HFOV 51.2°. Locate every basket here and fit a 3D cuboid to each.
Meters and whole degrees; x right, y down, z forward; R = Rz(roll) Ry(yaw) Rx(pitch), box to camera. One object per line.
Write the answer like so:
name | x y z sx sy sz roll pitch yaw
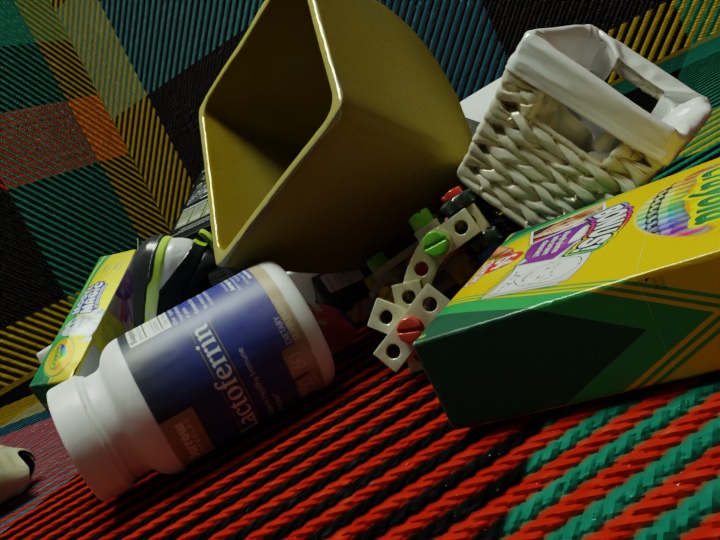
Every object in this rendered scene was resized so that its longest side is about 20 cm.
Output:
basket | 0.180 -0.108 0.602 0.200 0.135 0.124 -31 -25 -56

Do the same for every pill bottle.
pill bottle | -0.130 0.086 0.588 0.199 0.116 0.116 -29 8 -14

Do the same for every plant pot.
plant pot | -0.007 -0.113 0.668 0.199 0.195 0.195 14 -43 -35

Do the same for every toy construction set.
toy construction set | 0.052 0.002 0.588 0.131 0.092 0.200 -35 6 11

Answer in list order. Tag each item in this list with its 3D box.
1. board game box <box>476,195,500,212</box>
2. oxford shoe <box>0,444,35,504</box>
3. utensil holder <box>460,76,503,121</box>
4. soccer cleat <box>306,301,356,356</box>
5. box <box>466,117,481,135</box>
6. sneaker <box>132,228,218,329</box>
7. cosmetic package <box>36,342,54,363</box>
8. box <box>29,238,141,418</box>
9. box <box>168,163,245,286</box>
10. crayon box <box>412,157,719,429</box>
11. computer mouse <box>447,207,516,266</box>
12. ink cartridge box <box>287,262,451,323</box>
board game box | 0.112 -0.094 0.870 0.199 0.033 0.120 6 -12 46
oxford shoe | -0.392 0.223 0.815 0.073 0.071 0.200 -2 -3 -24
utensil holder | 0.228 -0.199 1.083 0.200 0.171 0.170 -21 9 48
soccer cleat | -0.099 0.048 0.727 0.199 0.067 0.077 -6 38 16
box | 0.141 -0.122 0.898 0.199 0.048 0.193 14 -9 -21
sneaker | -0.153 0.063 0.662 0.082 0.201 0.072 3 20 -2
cosmetic package | -0.282 0.095 1.015 0.199 0.123 0.199 -26 7 12
box | -0.226 0.071 0.708 0.048 0.118 0.201 -9 37 14
box | -0.107 -0.086 0.873 0.199 0.086 0.164 -21 37 29
crayon box | 0.146 0.002 0.427 0.172 0.059 0.200 -22 8 31
computer mouse | 0.097 -0.055 0.748 0.058 0.034 0.200 -13 39 -17
ink cartridge box | 0.000 0.000 0.832 0.199 0.083 0.146 -25 8 9
